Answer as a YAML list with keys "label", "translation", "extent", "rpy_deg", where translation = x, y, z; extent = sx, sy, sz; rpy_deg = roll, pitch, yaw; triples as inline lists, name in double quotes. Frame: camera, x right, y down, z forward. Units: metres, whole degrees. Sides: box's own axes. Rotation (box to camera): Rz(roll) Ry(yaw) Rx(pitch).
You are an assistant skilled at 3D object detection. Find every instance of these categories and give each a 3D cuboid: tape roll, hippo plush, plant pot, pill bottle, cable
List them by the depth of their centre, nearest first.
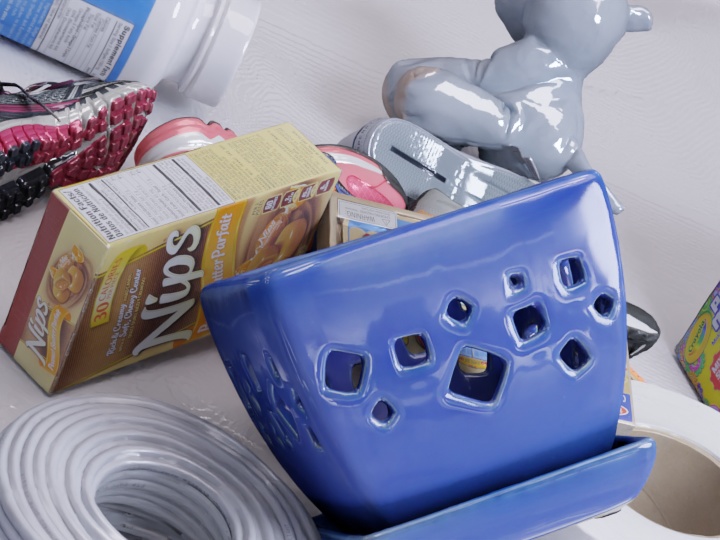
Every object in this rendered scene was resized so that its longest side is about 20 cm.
- label: "cable"
  translation: [-0.113, 0.143, 1.321]
  extent: [0.199, 0.069, 0.200]
  rpy_deg: [1, 39, -42]
- label: "plant pot"
  translation: [0.041, 0.063, 1.388]
  extent: [0.199, 0.181, 0.200]
  rpy_deg: [-17, 2, -14]
- label: "tape roll"
  translation: [0.177, 0.153, 1.550]
  extent: [0.201, 0.071, 0.203]
  rpy_deg: [17, 30, -10]
- label: "pill bottle"
  translation: [-0.174, -0.191, 1.760]
  extent: [0.199, 0.113, 0.112]
  rpy_deg: [23, 29, -11]
- label: "hippo plush"
  translation: [0.117, -0.157, 1.863]
  extent: [0.159, 0.162, 0.200]
  rpy_deg: [23, 2, -23]

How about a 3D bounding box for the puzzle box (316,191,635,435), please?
- label: "puzzle box"
  translation: [0.068, 0.030, 1.547]
  extent: [0.199, 0.025, 0.134]
  rpy_deg: [13, 48, -16]

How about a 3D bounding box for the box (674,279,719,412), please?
- label: "box"
  translation: [0.364, 0.035, 1.799]
  extent: [0.192, 0.201, 0.122]
  rpy_deg: [11, 34, -29]

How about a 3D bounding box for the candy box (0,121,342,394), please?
- label: "candy box"
  translation: [-0.111, -0.010, 1.500]
  extent: [0.055, 0.116, 0.199]
  rpy_deg: [42, 38, 23]

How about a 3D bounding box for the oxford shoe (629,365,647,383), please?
- label: "oxford shoe"
  translation: [0.104, 0.074, 1.654]
  extent: [0.199, 0.071, 0.073]
  rpy_deg: [26, 47, 5]

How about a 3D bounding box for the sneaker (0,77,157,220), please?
- label: "sneaker"
  translation: [-0.203, -0.092, 1.608]
  extent: [0.075, 0.081, 0.200]
  rpy_deg: [39, 30, 21]

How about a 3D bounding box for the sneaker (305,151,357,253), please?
- label: "sneaker"
  translation: [0.000, 0.000, 1.605]
  extent: [0.078, 0.075, 0.201]
  rpy_deg: [-28, 80, -39]

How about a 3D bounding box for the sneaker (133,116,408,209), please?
- label: "sneaker"
  translation: [-0.057, -0.035, 1.684]
  extent: [0.199, 0.074, 0.087]
  rpy_deg: [9, 50, -29]

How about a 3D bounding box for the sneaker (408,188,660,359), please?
- label: "sneaker"
  translation: [0.117, 0.003, 1.730]
  extent: [0.199, 0.074, 0.080]
  rpy_deg: [24, 59, -12]

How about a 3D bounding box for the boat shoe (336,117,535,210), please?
- label: "boat shoe"
  translation: [0.070, -0.048, 1.797]
  extent: [0.200, 0.074, 0.067]
  rpy_deg: [37, -17, -24]
